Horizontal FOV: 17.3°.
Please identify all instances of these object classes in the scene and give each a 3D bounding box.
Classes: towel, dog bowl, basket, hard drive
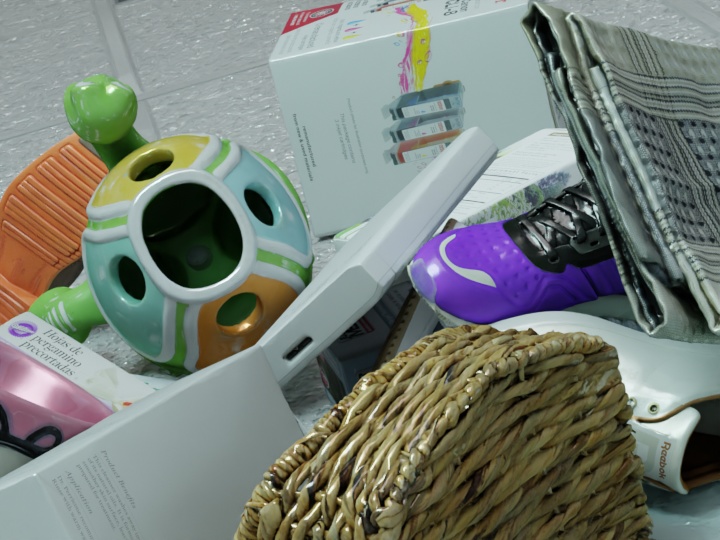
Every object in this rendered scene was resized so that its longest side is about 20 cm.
[{"bbox_3d":[0.177,-0.047,1.230,0.035,0.193,0.200,-32,-22,34],"label":"towel"},{"bbox_3d":[-0.214,0.076,1.244,0.200,0.074,0.200,28,2,-1],"label":"dog bowl"},{"bbox_3d":[0.020,0.105,1.117,0.149,0.143,0.200,3,25,41],"label":"basket"},{"bbox_3d":[0.000,0.000,1.340,0.132,0.027,0.200,-43,4,32],"label":"hard drive"}]

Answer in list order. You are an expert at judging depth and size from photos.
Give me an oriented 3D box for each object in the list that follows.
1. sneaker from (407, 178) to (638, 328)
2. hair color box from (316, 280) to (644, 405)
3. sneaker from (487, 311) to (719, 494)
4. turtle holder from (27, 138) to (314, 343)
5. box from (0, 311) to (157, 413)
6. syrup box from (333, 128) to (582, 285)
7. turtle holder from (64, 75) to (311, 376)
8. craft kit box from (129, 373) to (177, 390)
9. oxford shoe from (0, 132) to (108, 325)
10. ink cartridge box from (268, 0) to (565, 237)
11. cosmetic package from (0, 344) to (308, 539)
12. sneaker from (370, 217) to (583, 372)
[{"bbox_3d":[0.119,-0.022,1.267,0.200,0.100,0.070,-4,47,-34],"label":"sneaker"},{"bbox_3d":[0.077,0.035,1.407,0.199,0.061,0.099,-17,18,-8],"label":"hair color box"},{"bbox_3d":[0.129,0.070,1.205,0.199,0.073,0.085,1,25,5],"label":"sneaker"},{"bbox_3d":[-0.120,0.000,1.591,0.186,0.141,0.132,-57,6,-3],"label":"turtle holder"},{"bbox_3d":[-0.139,0.085,1.357,0.200,0.042,0.039,28,41,35],"label":"box"},{"bbox_3d":[0.088,-0.021,1.531,0.200,0.079,0.081,-28,22,-35],"label":"syrup box"},{"bbox_3d":[-0.102,-0.030,1.449,0.140,0.186,0.132,-6,-8,-1],"label":"turtle holder"},{"bbox_3d":[-0.229,0.118,1.439,0.200,0.049,0.197,5,24,45],"label":"craft kit box"},{"bbox_3d":[-0.217,-0.029,1.670,0.200,0.071,0.073,-51,-4,30],"label":"oxford shoe"},{"bbox_3d":[0.051,-0.131,1.778,0.199,0.145,0.145,-11,18,9],"label":"ink cartridge box"},{"bbox_3d":[-0.102,0.124,1.153,0.081,0.113,0.200,-24,1,33],"label":"cosmetic package"},{"bbox_3d":[0.058,0.073,1.290,0.200,0.108,0.070,-64,2,-29],"label":"sneaker"}]
